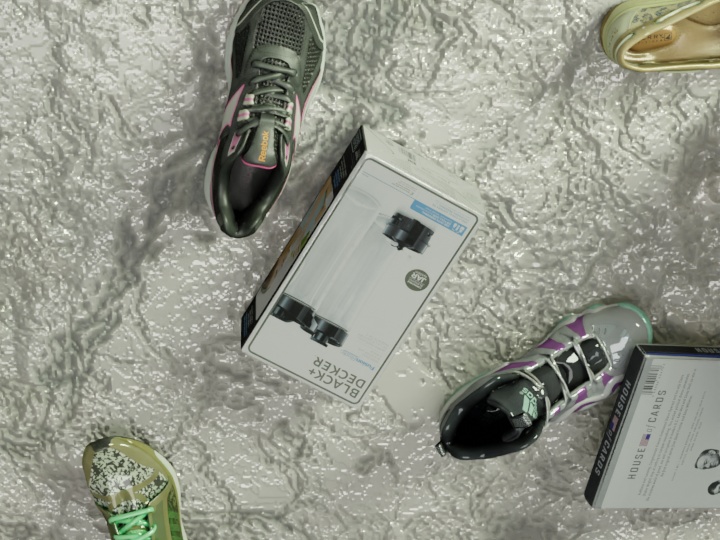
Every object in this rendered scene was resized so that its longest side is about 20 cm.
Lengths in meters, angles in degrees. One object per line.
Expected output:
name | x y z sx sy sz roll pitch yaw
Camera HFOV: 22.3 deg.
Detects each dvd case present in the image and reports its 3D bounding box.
dvd case | 0.296 0.134 1.538 0.199 0.025 0.151 4 117 -24

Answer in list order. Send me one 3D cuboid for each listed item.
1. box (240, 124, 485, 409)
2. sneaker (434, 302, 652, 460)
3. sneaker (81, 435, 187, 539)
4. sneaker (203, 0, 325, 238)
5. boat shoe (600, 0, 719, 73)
box | 0.000 0.000 1.468 0.116 0.060 0.201 28 111 -15
sneaker | 0.148 0.099 1.474 0.199 0.140 0.078 -35 89 12
sneaker | -0.181 0.232 1.550 0.076 0.089 0.201 -18 115 5
sneaker | -0.070 -0.113 1.395 0.080 0.086 0.201 6 114 -8
boat shoe | 0.286 -0.184 1.397 0.199 0.063 0.074 -13 115 2
